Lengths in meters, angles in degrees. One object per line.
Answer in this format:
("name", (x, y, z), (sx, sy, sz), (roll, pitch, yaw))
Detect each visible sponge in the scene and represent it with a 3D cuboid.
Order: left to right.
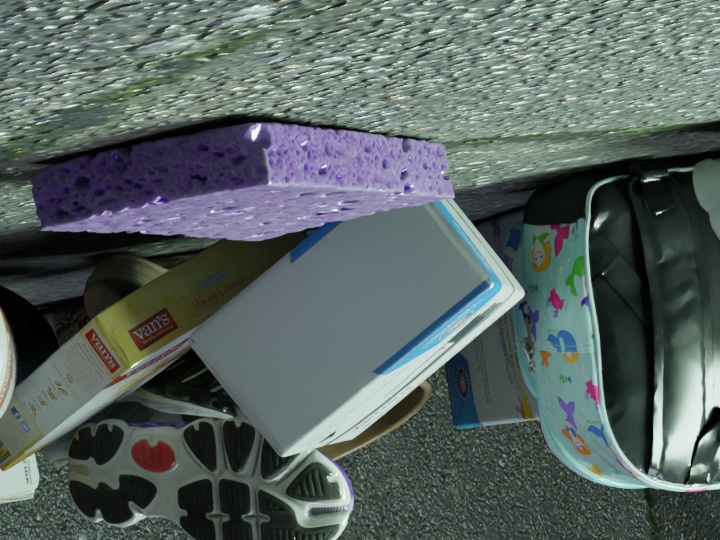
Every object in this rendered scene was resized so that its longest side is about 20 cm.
("sponge", (-0.046, -0.038, 0.920), (0.111, 0.030, 0.200), (-11, 176, 24))

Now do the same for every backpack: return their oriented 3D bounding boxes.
("backpack", (0.185, 0.037, 1.289), (0.177, 0.200, 0.151), (-8, 176, -28))

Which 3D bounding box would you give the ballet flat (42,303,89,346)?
("ballet flat", (-0.255, 0.062, 1.668), (0.075, 0.068, 0.200), (2, 176, -21))

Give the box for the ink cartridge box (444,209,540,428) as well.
("ink cartridge box", (0.162, 0.028, 1.491), (0.146, 0.147, 0.200), (-7, 176, -24))

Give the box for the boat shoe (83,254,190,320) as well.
("boat shoe", (-0.119, 0.021, 1.371), (0.072, 0.065, 0.200), (0, 161, 24))

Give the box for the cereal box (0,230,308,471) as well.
("cereal box", (-0.125, 0.040, 1.181), (0.144, 0.040, 0.200), (-33, 179, -35))

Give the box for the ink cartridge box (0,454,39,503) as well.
("ink cartridge box", (-0.345, 0.108, 1.486), (0.200, 0.145, 0.084), (-10, 176, 8))

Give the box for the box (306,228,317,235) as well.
("box", (0.000, 0.000, 1.421), (0.082, 0.049, 0.200), (-10, 176, 13))

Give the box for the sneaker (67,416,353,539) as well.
("sneaker", (-0.081, 0.113, 1.215), (0.200, 0.081, 0.083), (8, -168, 37))

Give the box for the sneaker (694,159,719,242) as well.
("sneaker", (0.265, -0.042, 1.165), (0.083, 0.081, 0.200), (-26, 171, 32))

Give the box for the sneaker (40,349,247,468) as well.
("sneaker", (-0.132, 0.095, 1.333), (0.200, 0.080, 0.074), (0, -163, 36))

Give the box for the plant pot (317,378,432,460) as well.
("plant pot", (-0.055, 0.086, 1.534), (0.201, 0.093, 0.201), (-21, 164, -6))

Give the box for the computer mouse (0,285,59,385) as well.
("computer mouse", (-0.265, 0.052, 1.256), (0.200, 0.139, 0.053), (-17, 144, -39))

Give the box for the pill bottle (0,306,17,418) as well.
("pill bottle", (-0.239, 0.047, 1.101), (0.112, 0.112, 0.200), (-8, 176, -8))

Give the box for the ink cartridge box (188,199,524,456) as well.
("ink cartridge box", (0.006, 0.024, 1.144), (0.145, 0.084, 0.200), (-39, 173, 6))
